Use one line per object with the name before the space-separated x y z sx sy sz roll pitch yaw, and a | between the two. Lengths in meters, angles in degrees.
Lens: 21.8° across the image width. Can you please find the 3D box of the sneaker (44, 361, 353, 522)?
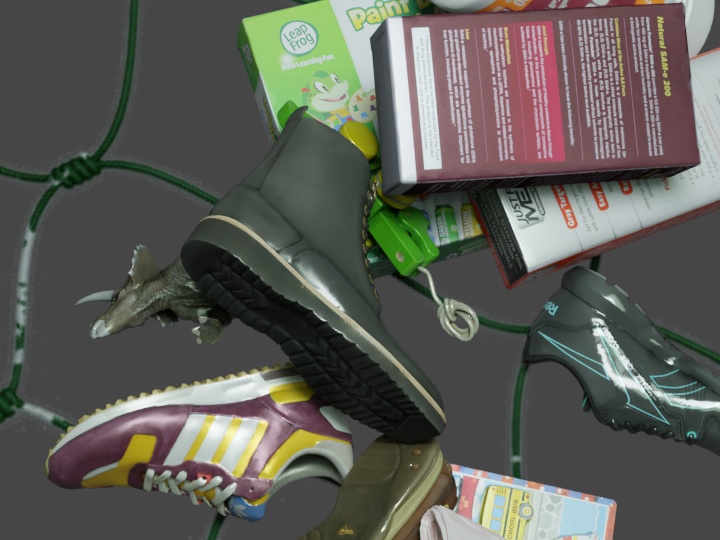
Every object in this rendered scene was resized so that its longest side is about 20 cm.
sneaker | -0.101 0.123 1.205 0.199 0.075 0.090 -15 71 -12

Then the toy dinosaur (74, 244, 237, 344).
toy dinosaur | -0.079 0.012 1.237 0.199 0.102 0.077 -1 104 -24

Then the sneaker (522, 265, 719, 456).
sneaker | 0.200 0.086 1.275 0.200 0.075 0.079 40 85 11

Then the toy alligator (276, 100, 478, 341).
toy alligator | 0.020 -0.037 1.244 0.200 0.059 0.054 50 32 8

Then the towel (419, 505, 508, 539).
towel | 0.125 0.250 1.138 0.200 0.032 0.191 32 28 -23

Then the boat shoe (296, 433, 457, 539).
boat shoe | -0.005 0.194 1.184 0.200 0.072 0.068 -49 127 -19

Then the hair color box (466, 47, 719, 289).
hair color box | 0.176 -0.071 1.271 0.199 0.061 0.102 -19 83 -15

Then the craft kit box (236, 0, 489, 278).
craft kit box | 0.036 -0.104 1.314 0.199 0.049 0.198 -16 73 -13

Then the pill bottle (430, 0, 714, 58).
pill bottle | 0.144 -0.202 1.285 0.199 0.114 0.115 17 67 -38

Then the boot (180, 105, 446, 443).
boot | 0.000 0.000 1.180 0.200 0.077 0.139 44 54 -17

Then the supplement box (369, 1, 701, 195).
supplement box | 0.112 -0.110 1.200 0.199 0.061 0.109 -4 85 -10

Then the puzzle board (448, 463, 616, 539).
puzzle board | 0.085 0.233 1.230 0.150 0.017 0.201 12 72 -5
